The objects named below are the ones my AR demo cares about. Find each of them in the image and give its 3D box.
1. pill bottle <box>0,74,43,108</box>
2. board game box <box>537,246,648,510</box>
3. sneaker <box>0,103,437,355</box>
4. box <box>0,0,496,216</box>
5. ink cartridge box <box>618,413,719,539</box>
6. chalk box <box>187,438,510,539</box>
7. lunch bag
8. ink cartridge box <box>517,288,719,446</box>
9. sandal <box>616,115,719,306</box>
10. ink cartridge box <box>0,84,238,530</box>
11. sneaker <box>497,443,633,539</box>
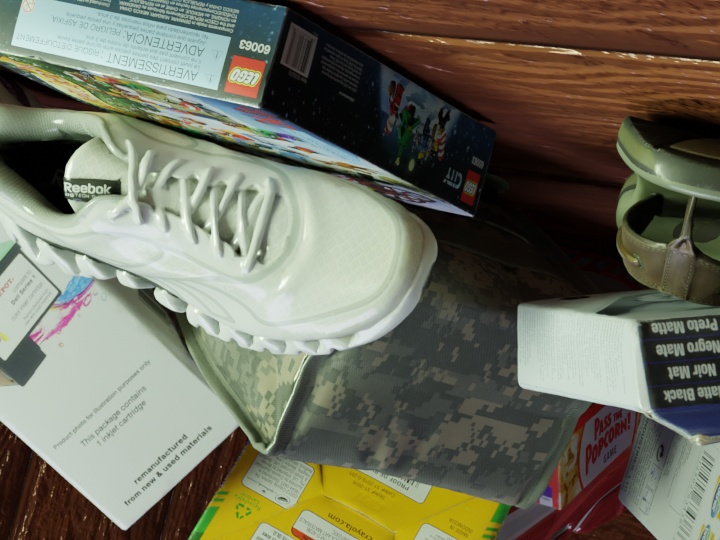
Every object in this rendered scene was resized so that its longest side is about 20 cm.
[{"bbox_3d":[-0.226,-0.056,1.362,0.199,0.113,0.112,18,175,-40],"label":"pill bottle"},{"bbox_3d":[0.088,0.049,1.420,0.151,0.047,0.200,12,-152,30],"label":"board game box"},{"bbox_3d":[-0.068,-0.020,1.037,0.199,0.076,0.081,13,167,22],"label":"sneaker"},{"bbox_3d":[-0.048,-0.069,1.024,0.136,0.038,0.200,13,176,26],"label":"box"},{"bbox_3d":[0.193,0.079,1.215,0.076,0.137,0.200,14,-171,-12],"label":"ink cartridge box"},{"bbox_3d":[-0.016,0.158,1.305,0.124,0.124,0.200,28,151,8],"label":"chalk box"},{"bbox_3d":[0.000,0.000,1.211,0.163,0.118,0.200,15,-157,-38],"label":"lunch bag"},{"bbox_3d":[0.180,0.027,1.024,0.198,0.041,0.200,-5,-175,-15],"label":"ink cartridge box"},{"bbox_3d":[0.129,-0.013,0.985,0.079,0.058,0.201,14,172,7],"label":"sandal"},{"bbox_3d":[-0.152,0.000,1.215,0.200,0.084,0.145,45,-171,-21],"label":"ink cartridge box"},{"bbox_3d":[0.088,0.089,1.442,0.116,0.200,0.079,46,151,22],"label":"sneaker"}]
